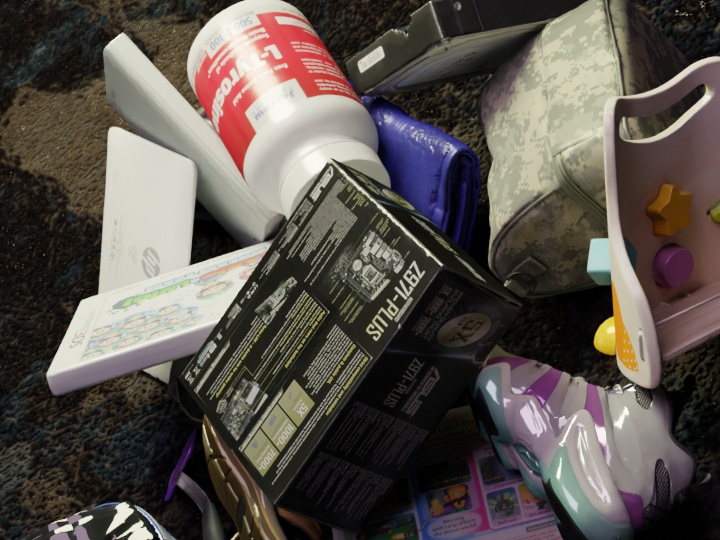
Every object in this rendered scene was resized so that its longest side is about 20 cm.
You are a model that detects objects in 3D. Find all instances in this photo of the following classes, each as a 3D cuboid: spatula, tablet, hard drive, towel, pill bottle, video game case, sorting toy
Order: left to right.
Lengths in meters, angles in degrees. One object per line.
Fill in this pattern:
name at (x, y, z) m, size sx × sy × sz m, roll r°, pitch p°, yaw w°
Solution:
tablet at (-0.188, -0.013, 1.577) m, size 0.130 × 0.014 × 0.200 m, roll 25°, pitch 116°, yaw 45°
video game case at (-0.139, 0.030, 1.443) m, size 0.200 × 0.024 × 0.182 m, roll -17°, pitch 16°, yaw 5°
hard drive at (-0.142, -0.100, 1.550) m, size 0.026 × 0.132 × 0.200 m, roll -41°, pitch 82°, yaw -15°
spatula at (-0.125, 0.177, 1.411) m, size 0.057 × 0.021 × 0.200 m, roll -64°, pitch 23°, yaw 11°
pill bottle at (-0.055, -0.118, 1.454) m, size 0.112 × 0.112 × 0.200 m, roll -36°, pitch 50°, yaw 6°
towel at (0.024, -0.060, 1.481) m, size 0.200 × 0.050 × 0.148 m, roll 36°, pitch 117°, yaw 50°
video game case at (0.080, 0.172, 1.271) m, size 0.200 × 0.024 × 0.182 m, roll -15°, pitch 46°, yaw 4°
hard drive at (0.105, -0.189, 1.463) m, size 0.140 × 0.200 × 0.038 m, roll -27°, pitch 81°, yaw 57°
sorting toy at (0.221, -0.044, 1.236) m, size 0.200 × 0.180 × 0.107 m, roll -22°, pitch 18°, yaw -31°

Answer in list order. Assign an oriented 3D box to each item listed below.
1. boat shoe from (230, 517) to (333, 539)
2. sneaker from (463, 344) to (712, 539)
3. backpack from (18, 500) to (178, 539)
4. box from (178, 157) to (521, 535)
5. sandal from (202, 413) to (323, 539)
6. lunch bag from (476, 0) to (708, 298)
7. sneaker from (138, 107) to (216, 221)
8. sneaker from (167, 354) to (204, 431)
boat shoe at (-0.026, 0.170, 1.368) m, size 0.200 × 0.063 × 0.073 m, roll -50°, pitch 43°, yaw -10°
sneaker at (0.162, 0.096, 1.244) m, size 0.140 × 0.078 × 0.200 m, roll -27°, pitch 53°, yaw -12°
backpack at (-0.190, 0.274, 1.339) m, size 0.190 × 0.154 × 0.200 m, roll -42°, pitch 50°, yaw 9°
box at (-0.011, 0.051, 1.271) m, size 0.200 × 0.086 × 0.164 m, roll -56°, pitch 41°, yaw 9°
sandal at (-0.058, 0.182, 1.310) m, size 0.054 × 0.080 × 0.200 m, roll -15°, pitch 60°, yaw -21°
lunch bag at (0.166, -0.090, 1.387) m, size 0.168 × 0.139 × 0.200 m, roll -29°, pitch 40°, yaw 28°
sneaker at (-0.121, -0.113, 1.664) m, size 0.200 × 0.075 × 0.114 m, roll -33°, pitch 43°, yaw 17°
sneaker at (-0.076, 0.090, 1.476) m, size 0.200 × 0.075 × 0.116 m, roll 4°, pitch 72°, yaw 37°
